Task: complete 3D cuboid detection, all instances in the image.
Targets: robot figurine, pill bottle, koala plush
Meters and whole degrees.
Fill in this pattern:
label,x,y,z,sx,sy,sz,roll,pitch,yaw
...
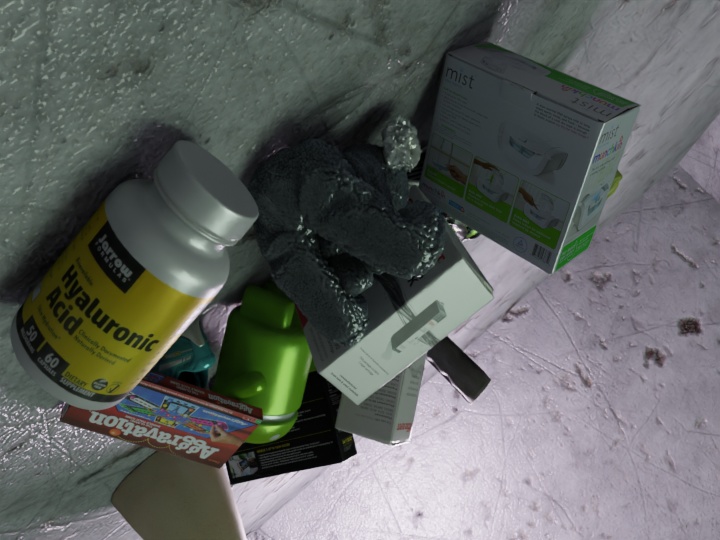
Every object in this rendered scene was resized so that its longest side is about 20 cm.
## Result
label,x,y,z,sx,sy,sz,roll,pitch,yaw
robot figurine,-0.121,0.122,0.902,0.175,0.113,0.206,-12,117,-68
pill bottle,-0.171,0.002,0.563,0.200,0.112,0.111,-46,163,14
koala plush,-0.005,-0.071,0.742,0.177,0.183,0.201,-45,-174,35

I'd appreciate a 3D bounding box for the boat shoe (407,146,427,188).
label,x,y,z,sx,sy,sz,roll,pitch,yaw
boat shoe,0.103,-0.128,0.938,0.198,0.074,0.067,-30,161,-35

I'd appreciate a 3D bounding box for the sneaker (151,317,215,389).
label,x,y,z,sx,sy,sz,roll,pitch,yaw
sneaker,-0.220,0.133,0.839,0.077,0.080,0.201,-25,158,-42

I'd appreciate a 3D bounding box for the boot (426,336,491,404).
label,x,y,z,sx,sy,sz,roll,pitch,yaw
boot,0.116,0.123,1.136,0.072,0.202,0.181,-40,163,13

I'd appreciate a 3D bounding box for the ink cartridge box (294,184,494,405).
label,x,y,z,sx,sy,sz,roll,pitch,yaw
ink cartridge box,0.031,0.025,0.813,0.198,0.146,0.084,-38,131,9

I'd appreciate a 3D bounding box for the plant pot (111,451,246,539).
label,x,y,z,sx,sy,sz,roll,pitch,yaw
plant pot,-0.276,0.405,1.185,0.186,0.201,0.188,-36,164,-12

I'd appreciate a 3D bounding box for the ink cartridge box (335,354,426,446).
label,x,y,z,sx,sy,sz,roll,pitch,yaw
ink cartridge box,0.038,0.122,0.975,0.146,0.082,0.206,40,62,-72

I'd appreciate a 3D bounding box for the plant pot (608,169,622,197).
label,x,y,z,sx,sy,sz,roll,pitch,yaw
plant pot,0.286,-0.157,1.095,0.199,0.185,0.201,-37,164,-12

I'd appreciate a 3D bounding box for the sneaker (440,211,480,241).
label,x,y,z,sx,sy,sz,roll,pitch,yaw
sneaker,0.164,-0.093,1.154,0.071,0.083,0.199,-45,163,13

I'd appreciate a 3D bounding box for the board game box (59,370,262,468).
label,x,y,z,sx,sy,sz,roll,pitch,yaw
board game box,-0.217,0.161,0.800,0.197,0.020,0.103,26,123,-29

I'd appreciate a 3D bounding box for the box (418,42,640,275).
label,x,y,z,sx,sy,sz,roll,pitch,yaw
box,0.174,-0.129,0.799,0.096,0.198,0.180,-24,136,-41

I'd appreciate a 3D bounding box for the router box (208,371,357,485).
label,x,y,z,sx,sy,sz,roll,pitch,yaw
router box,-0.113,0.209,1.025,0.196,0.154,0.051,-17,173,25
